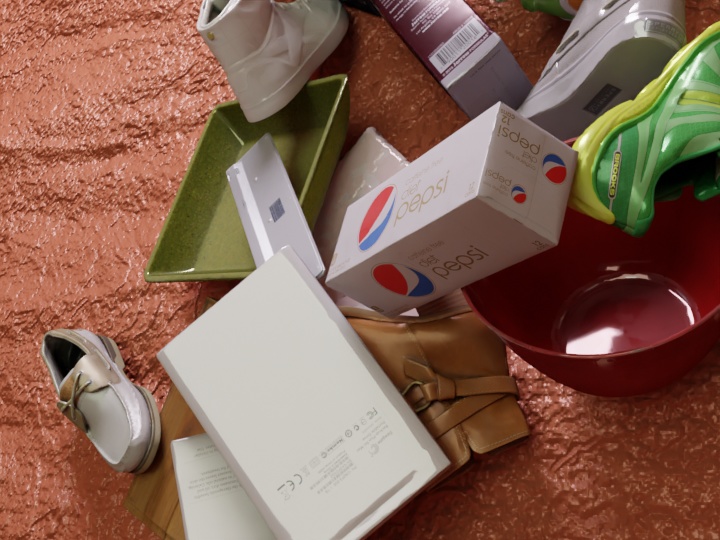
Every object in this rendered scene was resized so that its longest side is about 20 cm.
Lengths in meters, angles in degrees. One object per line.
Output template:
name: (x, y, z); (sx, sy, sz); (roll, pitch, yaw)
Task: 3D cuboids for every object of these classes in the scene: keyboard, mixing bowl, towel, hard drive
keyboard: (-0.074, -0.045, 0.813); (0.056, 0.011, 0.201); (-37, 42, 12)
mixing bowl: (0.175, 0.010, 0.667); (0.196, 0.109, 0.203); (-15, 44, 15)
towel: (0.000, 0.000, 0.843); (0.201, 0.032, 0.191); (-49, 54, 5)
hard drive: (-0.044, 0.100, 0.702); (0.131, 0.026, 0.201); (-38, 72, 1)

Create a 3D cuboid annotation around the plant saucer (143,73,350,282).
plant saucer: (-0.095, -0.071, 0.896); (0.197, 0.048, 0.203); (-2, 61, 44)

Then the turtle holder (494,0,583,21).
turtle holder: (0.192, -0.280, 0.796); (0.129, 0.186, 0.144); (14, 111, 10)

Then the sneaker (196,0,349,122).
sneaker: (-0.080, -0.240, 0.902); (0.073, 0.116, 0.201); (-15, 31, 32)

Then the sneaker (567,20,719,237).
sneaker: (0.213, -0.088, 0.623); (0.199, 0.074, 0.083); (-40, 68, -19)

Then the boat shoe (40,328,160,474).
boat shoe: (-0.247, 0.118, 0.894); (0.199, 0.068, 0.076); (37, 100, 50)

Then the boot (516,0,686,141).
boot: (0.179, -0.158, 0.741); (0.200, 0.073, 0.097); (-39, 32, 58)

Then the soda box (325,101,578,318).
soda box: (0.051, -0.031, 0.635); (0.199, 0.063, 0.069); (-30, 38, 58)

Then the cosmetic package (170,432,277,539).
cosmetic package: (-0.073, 0.222, 0.726); (0.105, 0.085, 0.203); (-11, 66, -7)

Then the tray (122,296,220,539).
tray: (-0.132, 0.136, 0.844); (0.098, 0.037, 0.203); (23, 91, 36)

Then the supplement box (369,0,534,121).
supplement box: (0.069, -0.209, 0.843); (0.061, 0.109, 0.201); (-40, 54, 11)

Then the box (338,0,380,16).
box: (-0.065, -0.370, 0.940); (0.198, 0.196, 0.119); (28, 85, 36)

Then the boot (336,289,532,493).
boot: (0.021, 0.096, 0.736); (0.198, 0.074, 0.157); (-28, 71, 13)
